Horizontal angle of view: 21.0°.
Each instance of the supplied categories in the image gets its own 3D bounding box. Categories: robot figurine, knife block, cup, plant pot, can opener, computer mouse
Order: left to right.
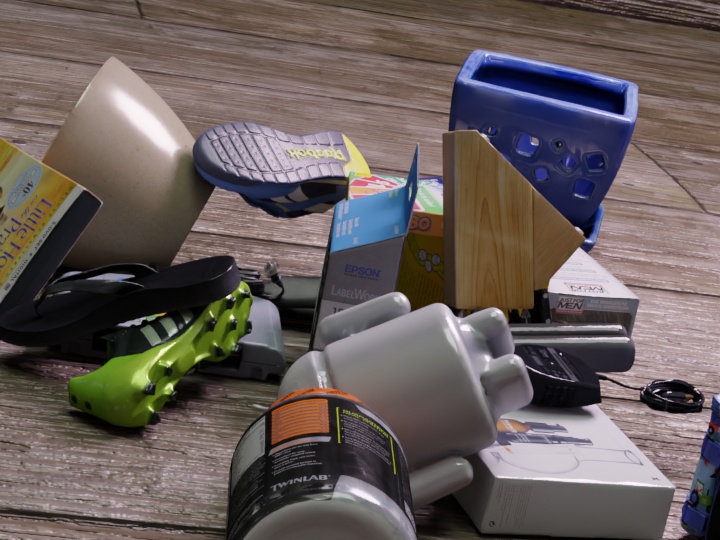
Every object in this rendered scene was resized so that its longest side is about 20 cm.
[{"bbox_3d":[-0.216,-0.075,1.781,0.143,0.200,0.200,29,17,-5],"label":"cup"},{"bbox_3d":[0.024,0.097,1.422,0.200,0.113,0.170,-21,58,2],"label":"robot figurine"},{"bbox_3d":[0.098,0.001,1.679,0.200,0.176,0.064,44,-4,-8],"label":"knife block"},{"bbox_3d":[0.129,0.081,1.635,0.200,0.067,0.053,0,21,-8],"label":"can opener"},{"bbox_3d":[0.193,-0.125,2.148,0.200,0.180,0.200,12,18,7],"label":"plant pot"},{"bbox_3d":[0.196,0.098,1.574,0.200,0.034,0.059,12,24,-26],"label":"computer mouse"}]

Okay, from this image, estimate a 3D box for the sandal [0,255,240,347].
[{"bbox_3d":[-0.194,0.014,1.545,0.200,0.043,0.076,-15,20,8],"label":"sandal"}]

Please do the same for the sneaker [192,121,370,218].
[{"bbox_3d":[-0.081,-0.085,1.798,0.200,0.082,0.074,5,52,-45],"label":"sneaker"}]

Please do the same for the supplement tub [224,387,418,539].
[{"bbox_3d":[-0.026,0.157,1.256,0.122,0.123,0.200,10,18,-5],"label":"supplement tub"}]

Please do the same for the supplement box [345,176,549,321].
[{"bbox_3d":[0.076,-0.008,1.835,0.109,0.110,0.200,-2,22,-34],"label":"supplement box"}]

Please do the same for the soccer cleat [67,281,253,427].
[{"bbox_3d":[-0.155,0.057,1.537,0.081,0.068,0.200,13,31,24],"label":"soccer cleat"}]

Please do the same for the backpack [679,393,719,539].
[{"bbox_3d":[0.346,0.121,1.459,0.134,0.200,0.182,25,23,36],"label":"backpack"}]

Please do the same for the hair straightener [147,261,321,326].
[{"bbox_3d":[-0.092,0.008,1.739,0.200,0.077,0.041,10,52,-5],"label":"hair straightener"}]

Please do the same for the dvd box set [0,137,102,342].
[{"bbox_3d":[-0.323,-0.039,1.656,0.200,0.146,0.029,30,-8,43],"label":"dvd box set"}]

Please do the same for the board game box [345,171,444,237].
[{"bbox_3d":[0.086,-0.053,1.763,0.200,0.030,0.096,10,20,-3],"label":"board game box"}]

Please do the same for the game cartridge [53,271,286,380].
[{"bbox_3d":[-0.165,0.044,1.659,0.200,0.041,0.133,8,15,-9],"label":"game cartridge"}]

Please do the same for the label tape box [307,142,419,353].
[{"bbox_3d":[0.000,0.000,1.619,0.063,0.200,0.144,10,18,-2],"label":"label tape box"}]

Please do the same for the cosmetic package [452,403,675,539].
[{"bbox_3d":[0.134,0.142,1.515,0.151,0.052,0.200,7,18,-21],"label":"cosmetic package"}]

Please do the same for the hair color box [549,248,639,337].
[{"bbox_3d":[0.185,0.015,1.911,0.099,0.061,0.200,4,19,-20],"label":"hair color box"}]
